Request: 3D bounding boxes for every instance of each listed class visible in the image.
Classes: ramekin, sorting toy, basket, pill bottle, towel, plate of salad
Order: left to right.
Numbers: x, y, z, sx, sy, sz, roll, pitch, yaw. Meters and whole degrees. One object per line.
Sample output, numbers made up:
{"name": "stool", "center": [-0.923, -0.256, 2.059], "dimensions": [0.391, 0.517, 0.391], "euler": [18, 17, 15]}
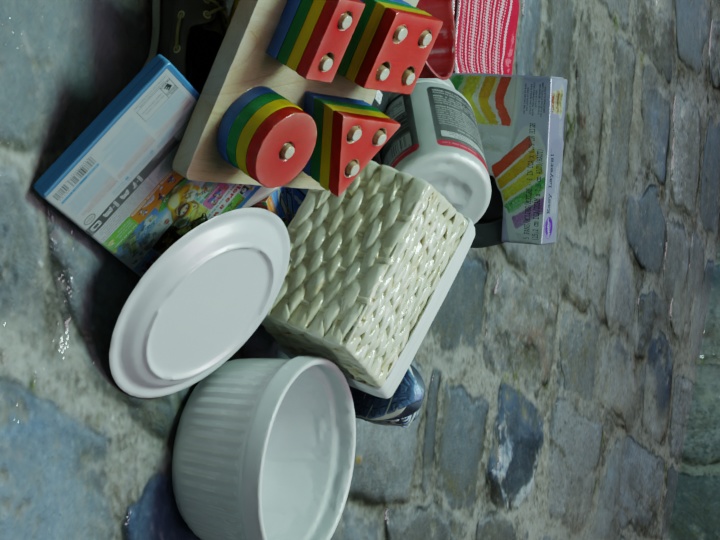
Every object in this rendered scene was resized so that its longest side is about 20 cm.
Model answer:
{"name": "plate of salad", "center": [-0.142, 0.024, 1.396], "dimensions": [0.200, 0.048, 0.200], "euler": [-35, 148, -26]}
{"name": "ramekin", "center": [-0.093, 0.175, 1.517], "dimensions": [0.200, 0.105, 0.200], "euler": [5, 90, -66]}
{"name": "sorting toy", "center": [-0.032, -0.150, 1.335], "dimensions": [0.200, 0.070, 0.199], "euler": [0, 120, -54]}
{"name": "basket", "center": [0.000, 0.000, 1.565], "dimensions": [0.200, 0.135, 0.123], "euler": [-63, 151, -11]}
{"name": "pill bottle", "center": [0.075, -0.134, 1.742], "dimensions": [0.200, 0.111, 0.111], "euler": [-96, 174, -53]}
{"name": "towel", "center": [0.157, -0.301, 2.050], "dimensions": [0.200, 0.022, 0.145], "euler": [4, 91, -65]}

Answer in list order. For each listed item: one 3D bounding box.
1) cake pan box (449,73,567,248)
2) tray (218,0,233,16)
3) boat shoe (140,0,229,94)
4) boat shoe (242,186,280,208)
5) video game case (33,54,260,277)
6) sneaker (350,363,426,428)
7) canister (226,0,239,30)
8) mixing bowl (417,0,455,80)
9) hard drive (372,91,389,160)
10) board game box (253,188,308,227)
{"name": "cake pan box", "center": [0.138, -0.127, 1.857], "dimensions": [0.052, 0.184, 0.200], "euler": [-8, 104, -60]}
{"name": "tray", "center": [-0.084, -0.252, 1.537], "dimensions": [0.200, 0.022, 0.108], "euler": [-48, 137, -52]}
{"name": "boat shoe", "center": [-0.143, -0.200, 1.373], "dimensions": [0.072, 0.060, 0.202], "euler": [27, 71, -64]}
{"name": "boat shoe", "center": [-0.080, -0.134, 1.536], "dimensions": [0.200, 0.075, 0.093], "euler": [-40, 99, -38]}
{"name": "video game case", "center": [-0.165, -0.074, 1.324], "dimensions": [0.143, 0.018, 0.200], "euler": [-47, 149, -3]}
{"name": "sneaker", "center": [0.031, 0.124, 1.664], "dimensions": [0.085, 0.200, 0.077], "euler": [19, 81, -20]}
{"name": "canister", "center": [-0.043, -0.236, 1.404], "dimensions": [0.148, 0.087, 0.200], "euler": [-17, 142, -40]}
{"name": "mixing bowl", "center": [0.010, -0.269, 1.552], "dimensions": [0.200, 0.108, 0.200], "euler": [-12, 90, -73]}
{"name": "hard drive", "center": [-0.008, -0.215, 1.691], "dimensions": [0.140, 0.038, 0.200], "euler": [44, 57, -60]}
{"name": "board game box", "center": [-0.057, -0.031, 1.648], "dimensions": [0.200, 0.019, 0.103], "euler": [72, 32, -42]}
